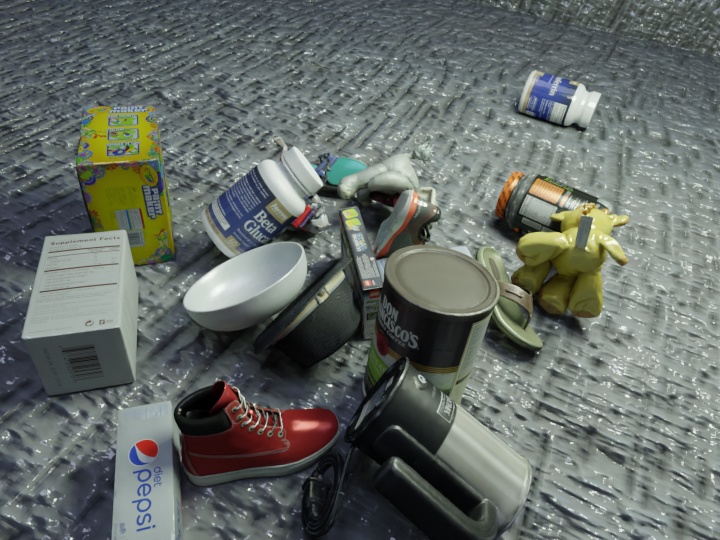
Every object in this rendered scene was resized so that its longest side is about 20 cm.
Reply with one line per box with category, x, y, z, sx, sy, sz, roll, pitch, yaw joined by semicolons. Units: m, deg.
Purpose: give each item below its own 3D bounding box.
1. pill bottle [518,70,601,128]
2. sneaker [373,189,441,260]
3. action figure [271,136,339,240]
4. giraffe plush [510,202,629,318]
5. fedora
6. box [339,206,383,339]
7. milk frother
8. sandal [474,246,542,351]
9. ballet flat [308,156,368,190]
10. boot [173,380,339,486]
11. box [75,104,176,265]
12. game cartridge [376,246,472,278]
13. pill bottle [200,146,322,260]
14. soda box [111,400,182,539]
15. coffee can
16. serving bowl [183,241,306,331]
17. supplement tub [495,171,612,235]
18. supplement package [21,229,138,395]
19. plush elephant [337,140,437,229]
pill bottle;0.554;-0.472;1.486;0.198;0.117;0.116;24;44;17
sneaker;0.074;-0.052;0.900;0.081;0.200;0.078;20;61;-9
action figure;-0.114;-0.158;1.016;0.195;0.199;0.104;54;15;15
giraffe plush;0.369;-0.043;0.913;0.171;0.202;0.162;31;43;15
fedora;-0.061;0.074;0.783;0.092;0.200;0.201;48;47;-4
box;0.000;0.000;0.877;0.034;0.111;0.202;-8;44;-8
milk frother;0.054;0.244;0.610;0.187;0.200;0.181;39;37;0
sandal;0.245;0.038;0.875;0.079;0.057;0.203;11;51;-39
ballet flat;-0.076;-0.201;1.124;0.196;0.073;0.073;0;41;1
boot;-0.115;0.179;0.636;0.197;0.146;0.073;-8;41;-19
box;-0.397;-0.147;0.917;0.120;0.202;0.194;-8;44;-17
game cartridge;0.127;0.029;0.896;0.197;0.041;0.135;-10;61;-25
pill bottle;-0.165;-0.117;0.914;0.199;0.111;0.112;-37;46;8
soda box;-0.235;0.251;0.594;0.062;0.069;0.201;-8;43;-15
coffee can;0.087;0.091;0.708;0.144;0.203;0.147;7;33;-4
serving bowl;-0.167;0.032;0.820;0.197;0.067;0.201;-18;25;8
supplement tub;0.376;-0.113;1.051;0.198;0.124;0.122;30;46;24
supplement package;-0.386;0.053;0.758;0.115;0.118;0.201;-7;43;-15
plush elephant;0.081;-0.132;1.027;0.198;0.165;0.157;-26;84;9
